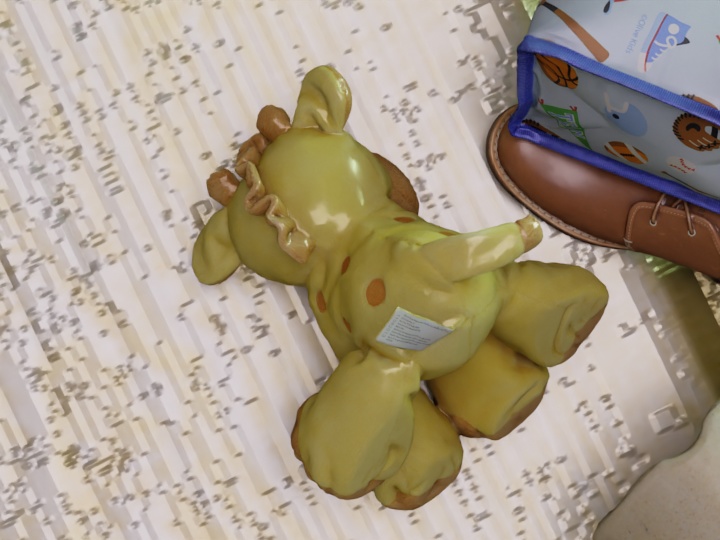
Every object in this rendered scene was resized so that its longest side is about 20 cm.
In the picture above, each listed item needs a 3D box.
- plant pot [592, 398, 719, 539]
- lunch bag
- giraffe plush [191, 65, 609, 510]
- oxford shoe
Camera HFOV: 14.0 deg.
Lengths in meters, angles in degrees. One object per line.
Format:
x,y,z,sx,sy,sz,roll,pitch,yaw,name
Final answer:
0.221,0.150,1.431,0.200,0.200,0.184,-43,80,-7,plant pot
0.195,-0.120,1.430,0.199,0.124,0.170,24,71,10,lunch bag
0.000,0.000,1.433,0.172,0.200,0.162,-42,63,-4,giraffe plush
0.159,-0.036,1.484,0.199,0.071,0.072,22,86,-3,oxford shoe
